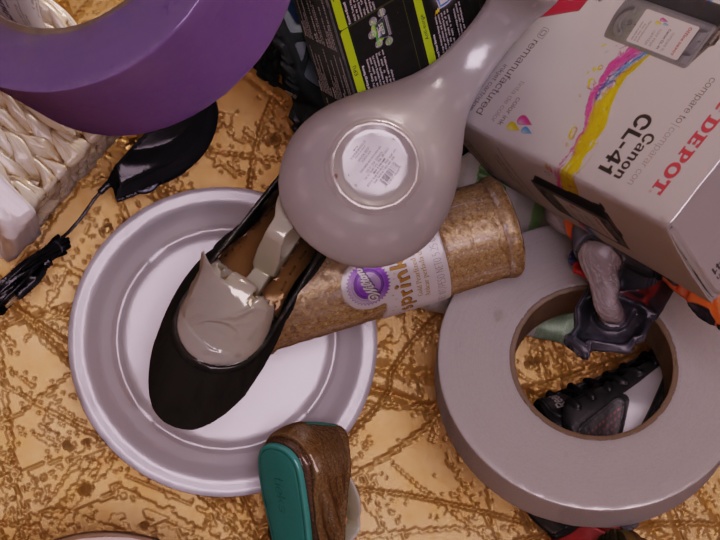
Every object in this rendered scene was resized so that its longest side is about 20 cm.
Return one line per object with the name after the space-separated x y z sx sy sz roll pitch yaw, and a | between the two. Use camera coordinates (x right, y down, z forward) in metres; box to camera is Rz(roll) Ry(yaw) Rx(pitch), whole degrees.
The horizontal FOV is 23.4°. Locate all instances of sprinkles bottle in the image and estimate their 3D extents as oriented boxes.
0.000 0.000 1.084 0.200 0.068 0.068 -18 90 -8 | sprinkles bottle

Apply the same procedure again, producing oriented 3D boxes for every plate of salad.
-0.089 0.046 1.128 0.200 0.048 0.200 1 83 -10 | plate of salad

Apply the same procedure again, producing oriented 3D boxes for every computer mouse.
-0.161 -0.039 1.117 0.034 0.059 0.200 45 83 -2 | computer mouse

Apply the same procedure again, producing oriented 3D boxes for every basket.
-0.242 -0.121 1.072 0.200 0.136 0.123 46 78 -4 | basket

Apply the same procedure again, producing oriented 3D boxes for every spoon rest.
0.036 -0.088 1.000 0.099 0.061 0.200 40 81 3 | spoon rest

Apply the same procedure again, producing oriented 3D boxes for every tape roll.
-0.139 -0.180 0.944 0.200 0.085 0.200 -5 77 20 | tape roll
0.146 0.064 1.110 0.202 0.037 0.203 0 63 0 | tape roll

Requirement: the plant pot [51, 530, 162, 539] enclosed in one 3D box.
-0.162 0.260 1.082 0.201 0.093 0.201 1 87 -10 | plant pot

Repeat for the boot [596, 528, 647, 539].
0.234 0.236 1.122 0.200 0.175 0.066 10 51 -6 | boot

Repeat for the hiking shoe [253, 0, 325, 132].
-0.025 -0.147 1.083 0.087 0.074 0.200 -48 136 -15 | hiking shoe

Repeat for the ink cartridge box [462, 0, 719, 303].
0.166 -0.094 1.016 0.148 0.200 0.086 -50 134 -7 | ink cartridge box

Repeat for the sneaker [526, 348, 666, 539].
0.172 0.094 1.153 0.098 0.071 0.200 39 83 -7 | sneaker

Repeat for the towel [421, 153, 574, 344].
0.066 -0.045 1.171 0.200 0.023 0.153 13 86 -9 | towel

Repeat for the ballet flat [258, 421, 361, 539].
-0.028 0.185 1.114 0.072 0.068 0.200 -20 116 -44 | ballet flat

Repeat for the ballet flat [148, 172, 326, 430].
-0.063 -0.001 1.009 0.068 0.068 0.200 30 75 7 | ballet flat

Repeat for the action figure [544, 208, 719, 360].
0.207 -0.037 1.077 0.193 0.105 0.200 13 58 23 | action figure

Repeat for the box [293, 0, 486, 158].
0.054 -0.166 1.054 0.193 0.048 0.200 -35 132 -19 | box
